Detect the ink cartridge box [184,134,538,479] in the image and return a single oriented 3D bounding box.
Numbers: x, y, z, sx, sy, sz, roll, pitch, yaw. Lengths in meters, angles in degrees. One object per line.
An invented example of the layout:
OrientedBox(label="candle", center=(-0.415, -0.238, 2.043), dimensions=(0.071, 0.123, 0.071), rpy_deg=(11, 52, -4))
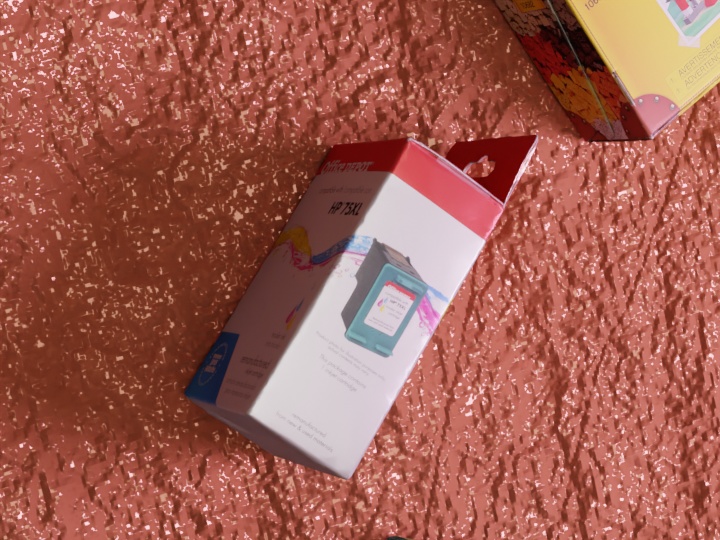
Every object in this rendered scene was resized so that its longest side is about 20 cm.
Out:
OrientedBox(label="ink cartridge box", center=(0.000, 0.000, 1.060), dimensions=(0.067, 0.116, 0.201), rpy_deg=(34, 79, -18))

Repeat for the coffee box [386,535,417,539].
OrientedBox(label="coffee box", center=(0.054, 0.255, 1.129), dimensions=(0.122, 0.044, 0.202), rpy_deg=(14, 87, -21))

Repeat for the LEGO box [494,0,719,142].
OrientedBox(label="LEGO box", center=(0.174, -0.189, 1.141), dimensions=(0.200, 0.077, 0.150), rpy_deg=(-39, 105, -15))
